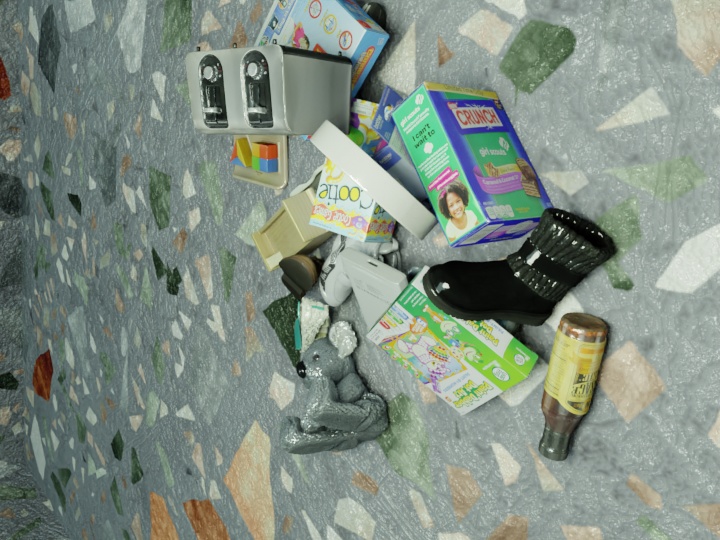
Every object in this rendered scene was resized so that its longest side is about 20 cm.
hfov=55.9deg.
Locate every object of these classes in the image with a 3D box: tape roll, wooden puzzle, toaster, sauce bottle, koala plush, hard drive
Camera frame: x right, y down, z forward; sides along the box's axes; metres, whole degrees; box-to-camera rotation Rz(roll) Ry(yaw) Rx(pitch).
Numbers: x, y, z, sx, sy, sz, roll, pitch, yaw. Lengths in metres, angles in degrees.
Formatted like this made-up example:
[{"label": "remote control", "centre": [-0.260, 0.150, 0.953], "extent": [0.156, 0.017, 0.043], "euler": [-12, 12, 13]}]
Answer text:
[{"label": "tape roll", "centre": [0.019, -0.118, 0.894], "extent": [0.037, 0.203, 0.203], "euler": [-48, 58, 6]}, {"label": "wooden puzzle", "centre": [-0.215, -0.275, 1.373], "extent": [0.185, 0.046, 0.202], "euler": [20, 113, 44]}, {"label": "toaster", "centre": [-0.120, -0.253, 0.966], "extent": [0.180, 0.200, 0.120], "euler": [8, 104, 32]}, {"label": "sauce bottle", "centre": [0.278, 0.158, 0.905], "extent": [0.066, 0.066, 0.202], "euler": [25, 118, 42]}, {"label": "koala plush", "centre": [-0.051, 0.209, 1.234], "extent": [0.178, 0.183, 0.201], "euler": [-55, 37, 39]}, {"label": "hard drive", "centre": [0.043, 0.062, 1.093], "extent": [0.132, 0.027, 0.201], "euler": [27, 149, 40]}]

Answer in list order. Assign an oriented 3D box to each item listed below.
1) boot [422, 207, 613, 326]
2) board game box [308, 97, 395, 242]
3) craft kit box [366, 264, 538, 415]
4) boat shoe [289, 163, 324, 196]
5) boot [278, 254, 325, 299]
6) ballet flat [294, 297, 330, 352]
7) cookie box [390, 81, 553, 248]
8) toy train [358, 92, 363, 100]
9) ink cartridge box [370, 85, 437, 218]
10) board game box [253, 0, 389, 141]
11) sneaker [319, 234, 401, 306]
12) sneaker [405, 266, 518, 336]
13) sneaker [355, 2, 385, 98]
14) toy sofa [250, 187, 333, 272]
[{"label": "boot", "centre": [0.198, -0.010, 0.864], "extent": [0.158, 0.210, 0.080], "euler": [121, 145, -42]}, {"label": "board game box", "centre": [0.009, -0.153, 1.055], "extent": [0.104, 0.103, 0.202], "euler": [19, 100, 23]}, {"label": "craft kit box", "centre": [0.123, 0.108, 0.980], "extent": [0.197, 0.049, 0.200], "euler": [36, 148, 2]}, {"label": "boat shoe", "centre": [-0.059, -0.146, 1.210], "extent": [0.201, 0.072, 0.061], "euler": [-30, 77, 53]}, {"label": "boot", "centre": [-0.098, -0.006, 1.222], "extent": [0.074, 0.075, 0.200], "euler": [46, 166, 2]}, {"label": "ballet flat", "centre": [-0.090, 0.108, 1.286], "extent": [0.072, 0.071, 0.200], "euler": [64, 164, 16]}, {"label": "cookie box", "centre": [0.151, -0.141, 0.901], "extent": [0.075, 0.170, 0.201], "euler": [-35, 72, 41]}, {"label": "toy train", "centre": [0.009, -0.231, 1.140], "extent": [0.056, 0.042, 0.201], "euler": [-40, 68, 33]}, {"label": "ink cartridge box", "centre": [0.086, -0.151, 0.932], "extent": [0.200, 0.120, 0.042], "euler": [41, 131, -21]}, {"label": "board game box", "centre": [-0.076, -0.342, 1.067], "extent": [0.196, 0.056, 0.200], "euler": [51, 125, 24]}, {"label": "sneaker", "centre": [0.000, 0.000, 1.168], "extent": [0.115, 0.075, 0.201], "euler": [44, 125, 36]}, {"label": "sneaker", "centre": [0.136, 0.052, 0.996], "extent": [0.199, 0.095, 0.080], "euler": [25, 80, 42]}, {"label": "sneaker", "centre": [-0.043, -0.351, 1.111], "extent": [0.115, 0.075, 0.202], "euler": [33, 107, 27]}, {"label": "toy sofa", "centre": [-0.115, -0.075, 1.225], "extent": [0.083, 0.097, 0.200], "euler": [62, 150, 2]}]
